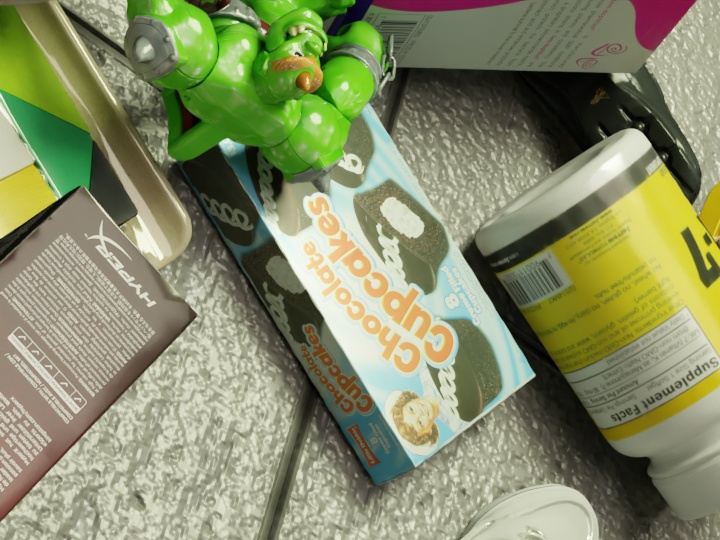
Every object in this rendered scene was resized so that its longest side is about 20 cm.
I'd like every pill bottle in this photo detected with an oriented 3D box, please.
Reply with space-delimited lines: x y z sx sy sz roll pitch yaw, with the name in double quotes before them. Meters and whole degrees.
"pill bottle" 0.163 0.032 1.296 0.200 0.114 0.114 56 44 -4

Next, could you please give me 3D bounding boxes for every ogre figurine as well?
"ogre figurine" -0.057 -0.117 1.152 0.200 0.098 0.120 56 30 -52

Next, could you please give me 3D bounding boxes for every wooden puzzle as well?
"wooden puzzle" -0.185 -0.054 1.086 0.200 0.037 0.185 -33 92 -46

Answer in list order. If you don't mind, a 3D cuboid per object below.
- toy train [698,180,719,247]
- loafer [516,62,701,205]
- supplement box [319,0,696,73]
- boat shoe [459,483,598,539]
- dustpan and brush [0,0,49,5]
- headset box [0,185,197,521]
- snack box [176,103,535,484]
"toy train" 0.272 -0.009 1.389 0.150 0.200 0.056 50 7 38
"loafer" 0.137 -0.117 1.394 0.201 0.068 0.070 57 7 8
"supplement box" 0.077 -0.177 1.293 0.200 0.101 0.104 1 66 -19
"boat shoe" 0.073 0.164 1.180 0.200 0.065 0.074 -37 94 -46
"dustpan and brush" -0.232 -0.177 1.074 0.200 0.057 0.140 -15 73 -8
"headset box" -0.180 0.071 0.925 0.077 0.149 0.200 48 57 -10
"snack box" 0.000 0.000 1.221 0.116 0.037 0.200 -33 92 -45
